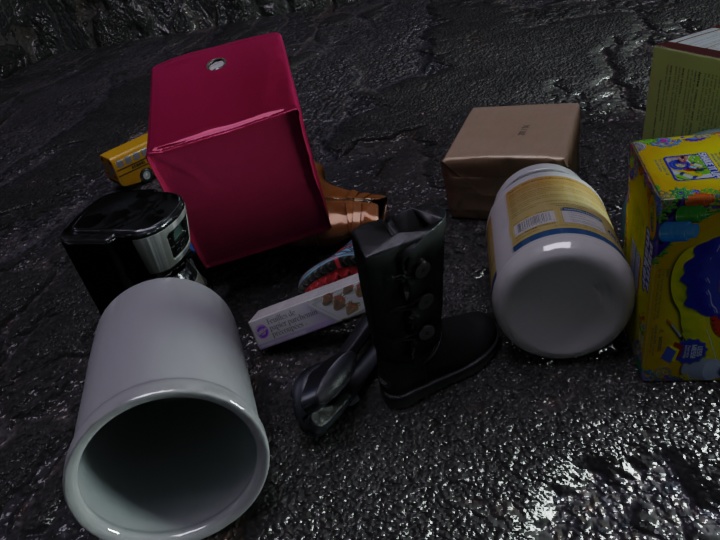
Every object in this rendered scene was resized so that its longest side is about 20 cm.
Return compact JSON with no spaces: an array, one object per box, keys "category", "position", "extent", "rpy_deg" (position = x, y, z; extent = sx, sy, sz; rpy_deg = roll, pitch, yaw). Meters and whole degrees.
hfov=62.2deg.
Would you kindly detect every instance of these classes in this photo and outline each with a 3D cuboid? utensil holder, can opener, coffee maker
[{"category":"utensil holder","position":[-0.184,0.125,0.579],"extent":[0.165,0.174,0.201],"rpy_deg":[-18,30,-9]},{"category":"can opener","position":[-0.007,0.102,0.653],"extent":[0.077,0.065,0.199],"rpy_deg":[-21,12,39]},{"category":"coffee maker","position":[-0.277,0.020,0.729],"extent":[0.186,0.205,0.136],"rpy_deg":[-15,32,-4]}]

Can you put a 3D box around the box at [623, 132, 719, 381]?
[{"category":"box","position":[0.360,-0.014,0.565],"extent":[0.186,0.205,0.123],"rpy_deg":[-4,33,14]}]

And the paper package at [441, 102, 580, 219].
[{"category":"paper package","position":[0.239,-0.171,0.926],"extent":[0.185,0.106,0.201],"rpy_deg":[5,38,24]}]

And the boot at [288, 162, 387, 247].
[{"category":"boot","position":[-0.032,-0.116,0.955],"extent":[0.150,0.078,0.203],"rpy_deg":[-6,37,12]}]

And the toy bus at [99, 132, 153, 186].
[{"category":"toy bus","position":[-0.454,-0.252,1.296],"extent":[0.064,0.080,0.199],"rpy_deg":[21,46,40]}]

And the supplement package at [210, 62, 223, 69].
[{"category":"supplement package","position":[-0.325,-0.462,1.521],"extent":[0.196,0.124,0.119],"rpy_deg":[16,42,35]}]

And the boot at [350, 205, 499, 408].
[{"category":"boot","position":[0.075,0.024,0.604],"extent":[0.162,0.205,0.065],"rpy_deg":[-29,36,-25]}]

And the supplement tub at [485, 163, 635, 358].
[{"category":"supplement tub","position":[0.215,-0.020,0.672],"extent":[0.140,0.148,0.202],"rpy_deg":[-4,34,12]}]

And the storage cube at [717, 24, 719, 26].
[{"category":"storage cube","position":[0.615,-0.279,0.897],"extent":[0.178,0.175,0.197],"rpy_deg":[-35,40,-29]}]

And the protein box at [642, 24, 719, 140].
[{"category":"protein box","position":[0.493,-0.188,0.774],"extent":[0.132,0.203,0.200],"rpy_deg":[-20,34,-17]}]

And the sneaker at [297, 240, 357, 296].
[{"category":"sneaker","position":[0.000,0.000,0.801],"extent":[0.196,0.082,0.095],"rpy_deg":[-22,18,-22]}]

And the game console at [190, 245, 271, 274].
[{"category":"game console","position":[-0.204,-0.094,0.938],"extent":[0.176,0.116,0.201],"rpy_deg":[-46,32,13]}]

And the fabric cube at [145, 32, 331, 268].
[{"category":"fabric cube","position":[-0.164,-0.165,0.816],"extent":[0.190,0.203,0.203],"rpy_deg":[-15,47,-1]}]

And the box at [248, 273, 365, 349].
[{"category":"box","position":[-0.040,0.041,0.715],"extent":[0.195,0.040,0.042],"rpy_deg":[-21,12,16]}]

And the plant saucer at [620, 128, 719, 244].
[{"category":"plant saucer","position":[0.393,-0.080,0.690],"extent":[0.197,0.035,0.206],"rpy_deg":[-25,53,38]}]
